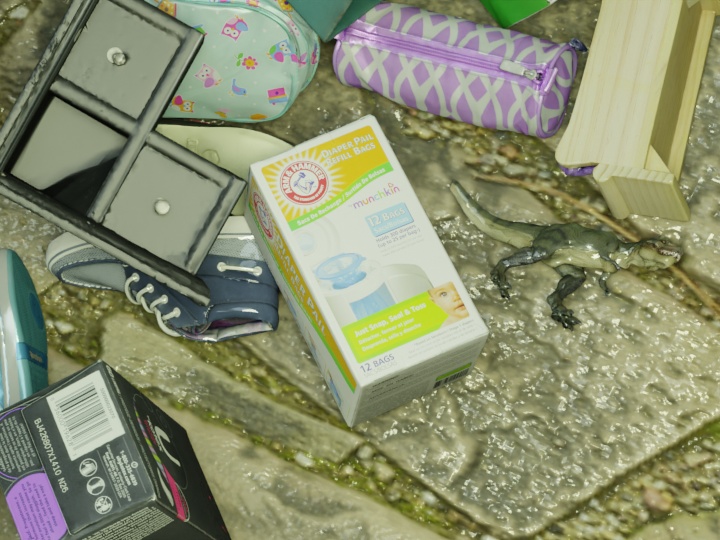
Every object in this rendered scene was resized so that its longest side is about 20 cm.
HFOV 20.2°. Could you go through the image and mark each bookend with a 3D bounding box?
[{"bbox_3d":[-0.158,-0.106,1.541,0.200,0.092,0.199,30,89,-6],"label":"bookend"}]

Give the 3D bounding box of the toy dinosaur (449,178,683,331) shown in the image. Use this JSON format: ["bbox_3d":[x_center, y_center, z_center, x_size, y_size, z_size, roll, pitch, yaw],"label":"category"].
[{"bbox_3d":[0.149,-0.008,1.580,0.200,0.047,0.088,16,61,20],"label":"toy dinosaur"}]

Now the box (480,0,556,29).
[{"bbox_3d":[0.169,-0.284,1.578,0.176,0.200,0.097,-40,95,-3],"label":"box"}]

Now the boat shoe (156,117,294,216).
[{"bbox_3d":[-0.120,-0.088,1.662,0.201,0.063,0.074,11,102,3],"label":"boat shoe"}]

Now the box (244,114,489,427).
[{"bbox_3d":[0.000,0.000,1.558,0.112,0.101,0.200,-22,72,-14],"label":"box"}]

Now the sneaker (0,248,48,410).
[{"bbox_3d":[-0.324,0.084,1.650,0.130,0.080,0.200,-12,67,9],"label":"sneaker"}]

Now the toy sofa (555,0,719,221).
[{"bbox_3d":[0.226,-0.145,1.588,0.097,0.083,0.200,8,73,21],"label":"toy sofa"}]

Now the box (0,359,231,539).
[{"bbox_3d":[-0.184,0.166,1.517,0.106,0.200,0.122,-27,67,4],"label":"box"}]

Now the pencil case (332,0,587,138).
[{"bbox_3d":[0.077,-0.164,1.632,0.200,0.085,0.084,15,94,21],"label":"pencil case"}]

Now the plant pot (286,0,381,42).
[{"bbox_3d":[-0.035,-0.315,1.584,0.200,0.141,0.141,42,48,5],"label":"plant pot"}]

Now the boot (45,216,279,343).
[{"bbox_3d":[-0.161,0.011,1.636,0.200,0.073,0.090,-6,64,12],"label":"boot"}]

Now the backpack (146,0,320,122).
[{"bbox_3d":[-0.130,-0.195,1.654,0.200,0.167,0.127,5,44,2],"label":"backpack"}]
